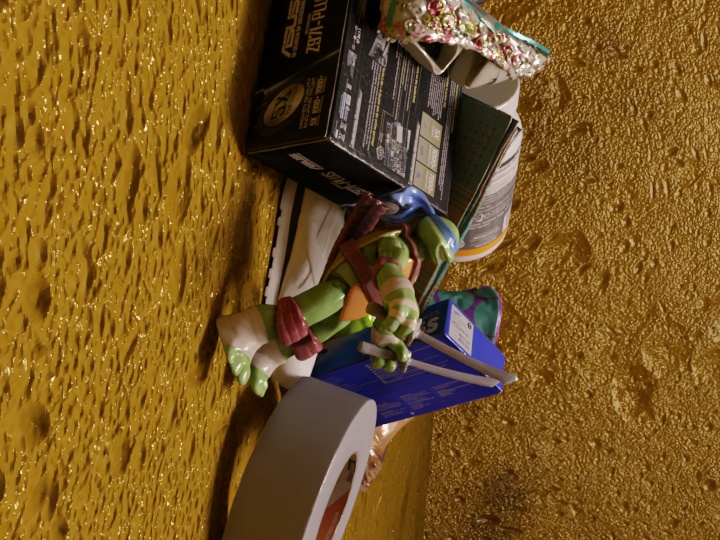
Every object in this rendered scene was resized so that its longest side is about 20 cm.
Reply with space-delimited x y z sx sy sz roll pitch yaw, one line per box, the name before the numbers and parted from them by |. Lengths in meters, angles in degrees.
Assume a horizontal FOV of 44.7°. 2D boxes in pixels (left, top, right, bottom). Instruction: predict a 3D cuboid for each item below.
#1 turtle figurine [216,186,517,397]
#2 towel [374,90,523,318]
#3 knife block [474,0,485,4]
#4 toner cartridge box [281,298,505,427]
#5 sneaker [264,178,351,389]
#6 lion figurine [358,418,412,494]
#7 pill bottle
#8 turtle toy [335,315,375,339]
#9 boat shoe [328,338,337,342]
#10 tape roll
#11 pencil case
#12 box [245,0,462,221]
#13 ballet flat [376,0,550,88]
turtle figurine | 0.005 0.055 0.656 0.144 0.192 0.202 -110 178 -76
towel | 0.048 -0.069 0.786 0.022 0.147 0.201 11 111 -45
knife block | 0.072 -0.295 0.981 0.175 0.064 0.200 -43 173 7
toner cartridge box | 0.029 0.097 0.833 0.095 0.199 0.043 45 41 -29
sneaker | -0.038 0.010 0.788 0.076 0.080 0.202 -2 100 -82
lion figurine | 0.029 0.195 1.148 0.200 0.072 0.123 -39 119 -20
pill bottle | 0.104 -0.114 0.894 0.201 0.115 0.117 88 13 -49
turtle toy | 0.000 0.000 0.933 0.147 0.100 0.201 87 14 -46
boat shoe | 0.051 0.102 1.060 0.199 0.090 0.072 -1 77 -47
tape roll | -0.051 0.198 0.768 0.200 0.066 0.202 19 90 -77
pencil case | 0.088 0.056 1.187 0.085 0.198 0.093 90 7 -70
box | 0.006 -0.162 0.709 0.163 0.086 0.202 23 70 -49
ballet flat | 0.079 -0.183 0.695 0.199 0.076 0.064 13 109 -47
